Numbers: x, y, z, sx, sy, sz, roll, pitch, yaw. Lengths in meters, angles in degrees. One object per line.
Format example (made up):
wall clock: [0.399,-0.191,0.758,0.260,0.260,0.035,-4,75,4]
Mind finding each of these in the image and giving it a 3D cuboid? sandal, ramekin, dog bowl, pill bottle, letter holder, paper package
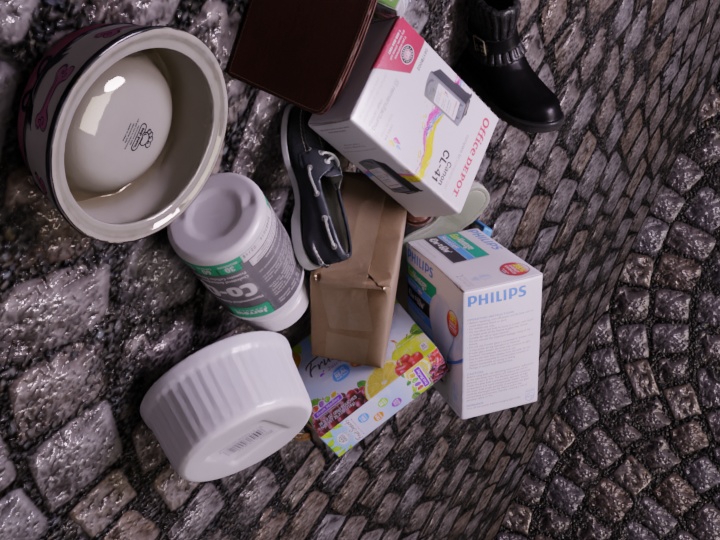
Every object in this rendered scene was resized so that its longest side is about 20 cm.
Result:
sandal: [-0.102,0.230,1.307,0.054,0.082,0.200,-31,154,-8]
ramekin: [-0.156,0.171,1.028,0.200,0.098,0.201,-26,154,-14]
dog bowl: [-0.214,-0.129,0.756,0.200,0.074,0.201,-41,146,-36]
pill bottle: [-0.130,-0.013,0.966,0.113,0.113,0.200,-53,151,-15]
letter holder: [-0.028,-0.268,0.871,0.100,0.142,0.201,-4,119,-59]
paper package: [0.000,0.000,1.111,0.200,0.103,0.191,93,8,-54]

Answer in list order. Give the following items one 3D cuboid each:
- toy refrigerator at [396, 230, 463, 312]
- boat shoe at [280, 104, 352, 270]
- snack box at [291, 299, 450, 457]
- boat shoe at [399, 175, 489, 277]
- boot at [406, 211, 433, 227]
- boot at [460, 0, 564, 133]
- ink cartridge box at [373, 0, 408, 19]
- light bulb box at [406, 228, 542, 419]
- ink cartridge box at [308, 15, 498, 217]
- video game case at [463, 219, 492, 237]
toy refrigerator: [0.094,0.013,1.361,0.201,0.076,0.070,-69,162,2]
boat shoe: [-0.047,-0.102,0.981,0.076,0.060,0.201,2,77,-64]
snack box: [-0.001,0.136,1.200,0.200,0.169,0.068,-36,134,-3]
boat shoe: [0.110,-0.070,1.293,0.201,0.061,0.072,-42,129,19]
boot: [0.049,-0.176,1.109,0.200,0.064,0.187,56,23,-63]
boot: [0.217,-0.306,1.201,0.079,0.211,0.158,-27,145,-25]
ink cartridge box: [0.059,-0.389,0.955,0.104,0.059,0.201,-72,-173,-83]
light bulb box: [0.160,0.071,1.223,0.124,0.198,0.201,-11,115,-17]
ink cartridge box: [0.056,-0.177,1.001,0.200,0.085,0.148,35,70,-33]
video game case: [0.156,-0.026,1.412,0.200,0.018,0.144,-121,-126,-73]
